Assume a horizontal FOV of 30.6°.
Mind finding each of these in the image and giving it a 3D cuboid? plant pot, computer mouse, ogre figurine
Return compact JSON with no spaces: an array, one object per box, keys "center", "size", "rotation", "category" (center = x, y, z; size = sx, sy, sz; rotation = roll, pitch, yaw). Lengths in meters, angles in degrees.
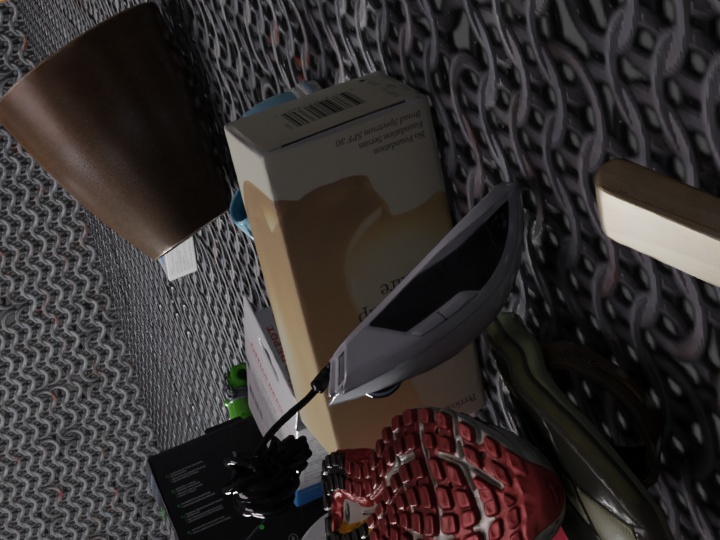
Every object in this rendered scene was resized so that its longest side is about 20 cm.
[{"center":[-0.214,-0.119,1.257],"size":[0.201,0.186,0.187],"rotation":[55,165,-4],"category":"plant pot"},{"center":[0.016,0.039,0.615],"size":[0.044,0.200,0.110],"rotation":[44,173,5],"category":"computer mouse"},{"center":[-0.103,0.207,1.412],"size":[0.120,0.097,0.202],"rotation":[-102,17,-58],"category":"ogre figurine"}]

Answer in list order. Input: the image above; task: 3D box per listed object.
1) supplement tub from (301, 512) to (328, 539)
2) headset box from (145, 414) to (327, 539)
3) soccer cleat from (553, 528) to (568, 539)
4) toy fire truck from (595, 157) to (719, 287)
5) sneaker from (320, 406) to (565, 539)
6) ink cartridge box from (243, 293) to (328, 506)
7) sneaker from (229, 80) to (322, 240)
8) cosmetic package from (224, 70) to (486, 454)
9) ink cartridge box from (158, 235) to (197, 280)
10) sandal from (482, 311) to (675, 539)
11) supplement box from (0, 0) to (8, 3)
[{"center":[0.008,0.275,1.013],"size":[0.201,0.139,0.141],"rotation":[93,152,-55],"category":"supplement tub"},{"center":[-0.093,0.232,1.243],"size":[0.201,0.173,0.093],"rotation":[64,164,14],"category":"headset box"},{"center":[0.108,0.158,0.695],"size":[0.076,0.067,0.200],"rotation":[43,-178,-44],"category":"soccer cleat"},{"center":[0.141,0.068,0.359],"size":[0.176,0.127,0.202],"rotation":[103,155,-65],"category":"toy fire truck"},{"center":[0.045,0.103,0.622],"size":[0.200,0.081,0.079],"rotation":[156,110,-68],"category":"sneaker"},{"center":[-0.048,0.102,1.119],"size":[0.201,0.067,0.117],"rotation":[95,150,-58],"category":"ink cartridge box"},{"center":[-0.054,-0.039,0.930],"size":[0.074,0.081,0.201],"rotation":[-127,22,-48],"category":"sneaker"},{"center":[0.000,0.000,0.759],"size":[0.071,0.104,0.202],"rotation":[41,150,59],"category":"cosmetic package"},{"center":[-0.256,-0.114,1.605],"size":[0.177,0.044,0.201],"rotation":[59,161,30],"category":"ink cartridge box"},{"center":[0.102,0.065,0.593],"size":[0.201,0.057,0.080],"rotation":[-109,-1,-66],"category":"sandal"},{"center":[-0.433,-0.429,1.517],"size":[0.133,0.196,0.201],"rotation":[-128,23,-47],"category":"supplement box"}]
